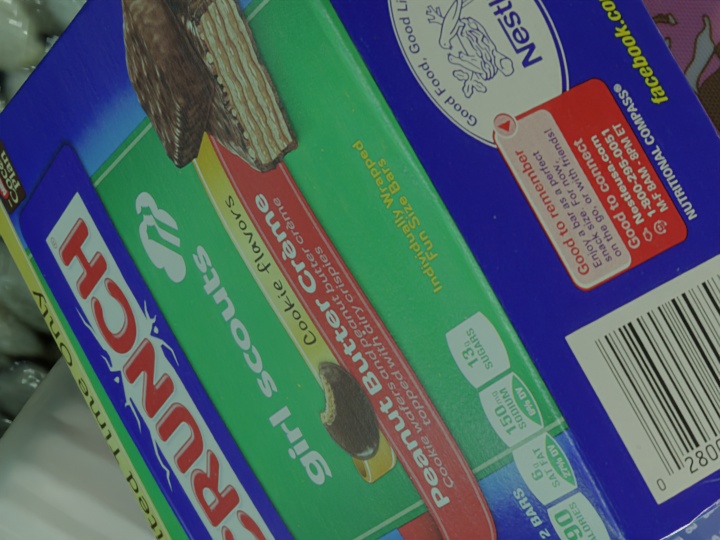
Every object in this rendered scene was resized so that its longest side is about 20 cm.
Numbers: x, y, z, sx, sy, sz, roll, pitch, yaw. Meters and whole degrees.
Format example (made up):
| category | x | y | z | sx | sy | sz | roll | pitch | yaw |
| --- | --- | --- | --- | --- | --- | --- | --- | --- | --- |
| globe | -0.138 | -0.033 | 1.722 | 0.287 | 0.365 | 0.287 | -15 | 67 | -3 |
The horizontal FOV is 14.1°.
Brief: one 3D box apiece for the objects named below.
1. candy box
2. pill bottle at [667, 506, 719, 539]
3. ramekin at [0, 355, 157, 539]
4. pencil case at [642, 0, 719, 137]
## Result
| category | x | y | z | sx | sy | sz | roll | pitch | yaw |
| --- | --- | --- | --- | --- | --- | --- | --- | --- | --- |
| candy box | 0.000 | 0.000 | 0.665 | 0.170 | 0.077 | 0.200 | 61 | 152 | 6 |
| pill bottle | 0.119 | 0.073 | 0.794 | 0.200 | 0.112 | 0.112 | 40 | 137 | -20 |
| ramekin | -0.081 | 0.110 | 0.869 | 0.098 | 0.201 | 0.201 | 32 | 140 | 1 |
| pencil case | 0.109 | 0.006 | 0.660 | 0.200 | 0.086 | 0.083 | 60 | 150 | 8 |
